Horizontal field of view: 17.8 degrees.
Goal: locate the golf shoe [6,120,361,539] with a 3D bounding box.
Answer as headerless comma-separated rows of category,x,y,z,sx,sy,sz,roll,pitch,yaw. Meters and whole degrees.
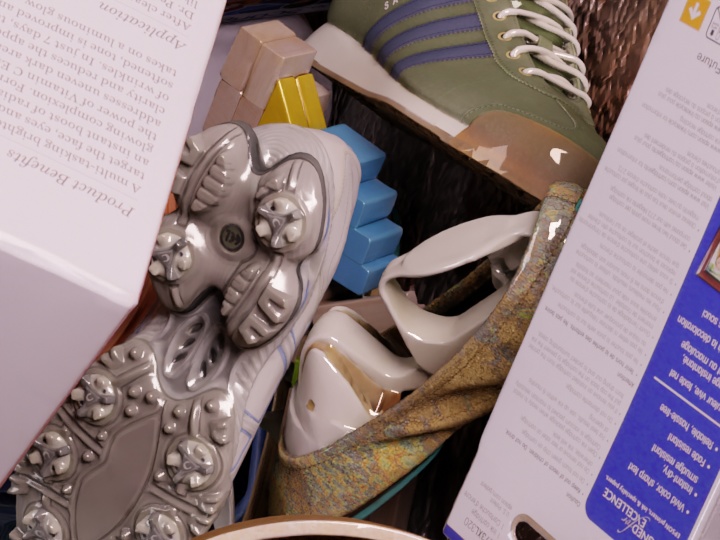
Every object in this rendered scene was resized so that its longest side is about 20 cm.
golf shoe,-0.053,0.036,0.827,0.200,0.078,0.097,-58,-14,21

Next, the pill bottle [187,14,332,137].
pill bottle,-0.087,-0.120,1.158,0.111,0.111,0.200,-66,22,20

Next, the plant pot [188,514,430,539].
plant pot,-0.019,0.157,0.745,0.200,0.186,0.187,-136,63,-85

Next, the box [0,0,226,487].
box,-0.129,-0.046,0.795,0.152,0.106,0.200,-48,22,47

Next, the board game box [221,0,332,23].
board game box,-0.058,-0.131,0.978,0.135,0.200,0.035,-14,87,66

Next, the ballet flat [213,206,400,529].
ballet flat,-0.026,0.053,0.948,0.069,0.063,0.200,138,143,-64

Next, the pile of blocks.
pile of blocks,0.000,0.000,0.882,0.082,0.062,0.200,-5,99,35

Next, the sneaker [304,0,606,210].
sneaker,0.048,-0.086,0.858,0.090,0.067,0.200,-55,33,2

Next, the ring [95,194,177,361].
ring,-0.157,-0.004,0.920,0.019,0.200,0.201,60,-153,-54

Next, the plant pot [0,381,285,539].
plant pot,-0.128,0.047,1.049,0.200,0.180,0.200,-44,37,53

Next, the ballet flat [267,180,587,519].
ballet flat,0.020,0.029,0.788,0.200,0.071,0.071,-35,42,37

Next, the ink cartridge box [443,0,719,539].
ink cartridge box,0.097,0.015,0.674,0.095,0.037,0.200,38,110,46
